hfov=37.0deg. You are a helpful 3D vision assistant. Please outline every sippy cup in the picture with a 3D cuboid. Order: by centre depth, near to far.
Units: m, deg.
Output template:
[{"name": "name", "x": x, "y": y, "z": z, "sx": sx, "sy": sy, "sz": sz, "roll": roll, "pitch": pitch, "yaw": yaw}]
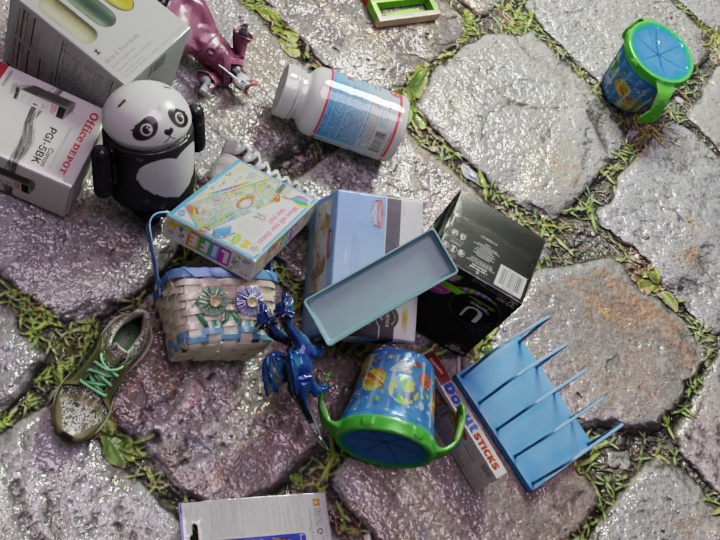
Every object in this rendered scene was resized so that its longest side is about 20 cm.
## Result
[{"name": "sippy cup", "x": 0.043, "y": 0.180, "z": 1.453, "sx": 0.178, "sy": 0.139, "sz": 0.131, "roll": 33, "pitch": 55, "yaw": -33}, {"name": "sippy cup", "x": 0.509, "y": -0.358, "z": 1.951, "sx": 0.139, "sy": 0.130, "sz": 0.178, "roll": 38, "pitch": 55, "yaw": 0}]

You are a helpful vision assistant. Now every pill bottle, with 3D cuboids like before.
[{"name": "pill bottle", "x": -0.032, "y": -0.250, "z": 1.676, "sx": 0.199, "sy": 0.109, "sz": 0.109, "roll": 18, "pitch": 58, "yaw": -15}]

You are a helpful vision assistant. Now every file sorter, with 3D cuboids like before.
[{"name": "file sorter", "x": 0.262, "y": 0.189, "z": 1.563, "sx": 0.138, "sy": 0.123, "sz": 0.200, "roll": -26, "pitch": 77, "yaw": -31}]

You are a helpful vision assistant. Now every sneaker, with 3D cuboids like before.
[{"name": "sneaker", "x": -0.326, "y": 0.122, "z": 1.365, "sx": 0.077, "sy": 0.089, "sz": 0.201, "roll": 29, "pitch": 57, "yaw": -7}, {"name": "sneaker", "x": -0.133, "y": -0.108, "z": 1.588, "sx": 0.200, "sy": 0.075, "sz": 0.081, "roll": 34, "pitch": 72, "yaw": -3}]

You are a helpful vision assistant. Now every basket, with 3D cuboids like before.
[{"name": "basket", "x": -0.192, "y": 0.018, "z": 1.446, "sx": 0.175, "sy": 0.139, "sz": 0.201, "roll": -1, "pitch": 68, "yaw": -27}]

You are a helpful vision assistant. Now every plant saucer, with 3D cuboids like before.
[{"name": "plant saucer", "x": 0.027, "y": 0.022, "z": 1.421, "sx": 0.199, "sy": 0.019, "sz": 0.070, "roll": -29, "pitch": 85, "yaw": -7}]

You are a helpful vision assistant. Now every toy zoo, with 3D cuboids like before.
[{"name": "toy zoo", "x": 0.047, "y": -0.522, "z": 1.906, "sx": 0.131, "sy": 0.020, "sz": 0.201, "roll": -14, "pitch": 70, "yaw": -29}]

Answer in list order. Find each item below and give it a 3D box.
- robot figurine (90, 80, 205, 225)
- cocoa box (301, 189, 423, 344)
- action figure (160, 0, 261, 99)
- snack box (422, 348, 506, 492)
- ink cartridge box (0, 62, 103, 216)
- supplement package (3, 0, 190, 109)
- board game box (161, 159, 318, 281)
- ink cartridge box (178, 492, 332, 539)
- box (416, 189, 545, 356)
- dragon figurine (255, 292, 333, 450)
[{"name": "robot figurine", "x": -0.285, "y": -0.159, "z": 1.460, "sx": 0.124, "sy": 0.201, "sz": 0.151, "roll": 8, "pitch": 43, "yaw": 2}, {"name": "cocoa box", "x": 0.000, "y": 0.000, "z": 1.511, "sx": 0.131, "sy": 0.133, "sz": 0.201, "roll": 6, "pitch": 82, "yaw": -19}, {"name": "action figure", "x": -0.238, "y": -0.338, "z": 1.658, "sx": 0.134, "sy": 0.149, "sz": 0.200, "roll": -47, "pitch": 108, "yaw": -14}, {"name": "snack box", "x": 0.132, "y": 0.213, "z": 1.524, "sx": 0.024, "sy": 0.072, "sz": 0.201, "roll": -23, "pitch": 75, "yaw": -29}, {"name": "ink cartridge box", "x": -0.462, "y": -0.186, "z": 1.472, "sx": 0.199, "sy": 0.083, "sz": 0.147, "roll": 24, "pitch": 56, "yaw": -10}, {"name": "supplement package", "x": -0.378, "y": -0.325, "z": 1.540, "sx": 0.200, "sy": 0.151, "sz": 0.152, "roll": 38, "pitch": 56, "yaw": 0}, {"name": "board game box", "x": -0.158, "y": -0.073, "z": 1.454, "sx": 0.134, "sy": 0.034, "sz": 0.200, "roll": 27, "pitch": 34, "yaw": 9}, {"name": "ink cartridge box", "x": -0.133, "y": 0.337, "z": 1.367, "sx": 0.199, "sy": 0.037, "sz": 0.095, "roll": 2, "pitch": 64, "yaw": -25}, {"name": "box", "x": 0.147, "y": 0.009, "z": 1.560, "sx": 0.148, "sy": 0.200, "sz": 0.125, "roll": 30, "pitch": 58, "yaw": -5}, {"name": "dragon figurine", "x": -0.089, "y": 0.132, "z": 1.388, "sx": 0.099, "sy": 0.059, "sz": 0.201, "roll": 9, "pitch": 74, "yaw": -51}]
